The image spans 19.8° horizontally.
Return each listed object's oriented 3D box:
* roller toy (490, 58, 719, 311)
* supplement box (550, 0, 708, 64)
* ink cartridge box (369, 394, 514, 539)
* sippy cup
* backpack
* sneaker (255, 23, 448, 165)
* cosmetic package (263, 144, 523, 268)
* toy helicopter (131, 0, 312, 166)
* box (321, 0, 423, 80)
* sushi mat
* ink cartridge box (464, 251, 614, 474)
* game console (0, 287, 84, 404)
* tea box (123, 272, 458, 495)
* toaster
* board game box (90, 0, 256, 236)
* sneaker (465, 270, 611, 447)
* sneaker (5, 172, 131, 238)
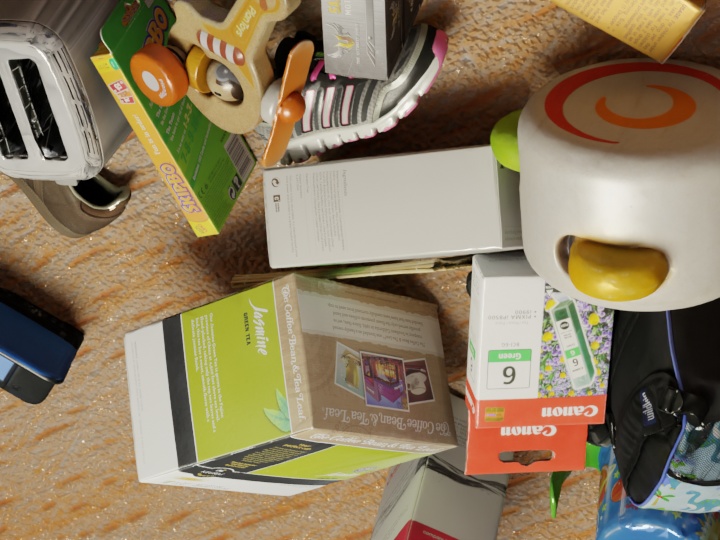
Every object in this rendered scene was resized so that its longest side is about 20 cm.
[{"bbox_3d":[0.207,-0.058,1.496,0.182,0.200,0.140,-14,121,-16],"label":"roller toy"},{"bbox_3d":[0.150,-0.229,1.461,0.200,0.067,0.069,28,134,-3],"label":"supplement box"},{"bbox_3d":[0.064,0.231,1.816,0.083,0.200,0.145,24,135,-6],"label":"ink cartridge box"},{"bbox_3d":[0.259,0.204,1.761,0.178,0.130,0.140,-25,118,36],"label":"sippy cup"},{"bbox_3d":[0.274,0.093,1.623,0.147,0.183,0.200,3,143,-8],"label":"backpack"},{"bbox_3d":[-0.022,-0.149,1.594,0.200,0.074,0.087,-22,126,41],"label":"sneaker"},{"bbox_3d":[0.036,-0.051,1.623,0.200,0.108,0.085,-4,90,27],"label":"cosmetic package"},{"bbox_3d":[-0.082,-0.161,1.512,0.132,0.079,0.200,47,150,5],"label":"toy helicopter"},{"bbox_3d":[0.015,-0.257,1.425,0.048,0.159,0.200,10,134,14],"label":"box"},{"bbox_3d":[0.000,0.000,1.706,0.200,0.096,0.012,-5,90,31],"label":"sushi mat"},{"bbox_3d":[0.142,0.085,1.654,0.109,0.050,0.200,-2,114,-8],"label":"ink cartridge box"},{"bbox_3d":[-0.368,0.062,1.891,0.200,0.118,0.171,32,134,-7],"label":"game console"},{"bbox_3d":[-0.058,0.101,1.730,0.197,0.134,0.200,-18,161,34],"label":"tea box"},{"bbox_3d":[-0.244,-0.165,1.630,0.113,0.129,0.200,3,131,18],"label":"toaster"},{"bbox_3d":[-0.150,-0.133,1.644,0.030,0.096,0.200,-7,127,28],"label":"board game box"},{"bbox_3d":[0.159,0.065,1.731,0.079,0.075,0.200,-5,125,45],"label":"sneaker"},{"bbox_3d":[-0.275,-0.110,1.738,0.075,0.071,0.200,-24,128,35],"label":"sneaker"}]
